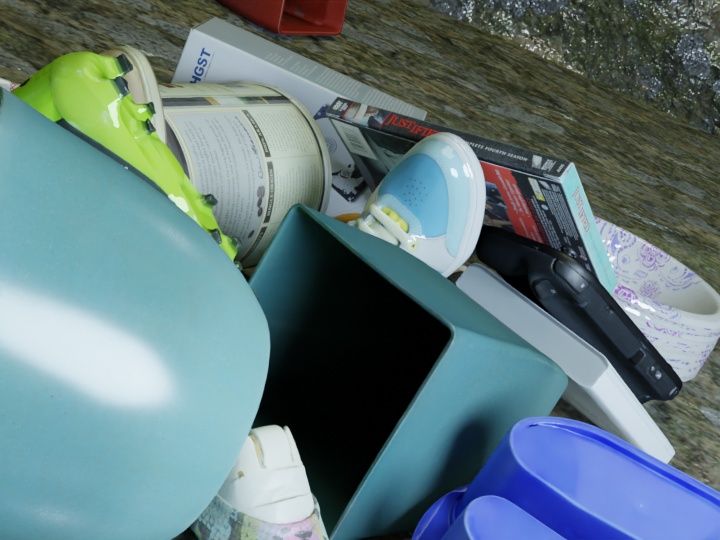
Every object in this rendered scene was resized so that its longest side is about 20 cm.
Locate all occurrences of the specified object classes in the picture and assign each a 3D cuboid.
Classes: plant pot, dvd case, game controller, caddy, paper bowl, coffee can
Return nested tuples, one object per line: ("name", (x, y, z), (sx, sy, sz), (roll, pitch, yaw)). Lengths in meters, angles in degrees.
("plant pot", (0.030, 0.071, 0.795), (0.141, 0.141, 0.200), (39, 14, 36))
("dvd case", (0.080, -0.053, 0.926), (0.200, 0.022, 0.146), (19, -24, 35))
("plant pot", (-0.129, -0.469, 1.924), (0.176, 0.200, 0.200), (18, 16, 23))
("game controller", (0.159, 0.032, 0.933), (0.200, 0.042, 0.104), (44, -4, -42))
("caddy", (0.124, 0.173, 0.686), (0.200, 0.105, 0.141), (29, 42, 11))
("plant pot", (-0.140, 0.041, 0.597), (0.161, 0.201, 0.201), (28, 17, -23))
("paper bowl", (0.212, 0.032, 1.133), (0.200, 0.104, 0.201), (24, 19, -9))
("coffee can", (-0.131, -0.063, 0.925), (0.146, 0.147, 0.200), (32, 21, 21))

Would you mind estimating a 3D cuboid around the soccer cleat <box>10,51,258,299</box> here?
("soccer cleat", (-0.121, -0.024, 0.698), (0.200, 0.081, 0.068), (61, 10, -25))

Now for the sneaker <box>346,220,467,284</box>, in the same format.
("sneaker", (0.046, 0.020, 1.024), (0.200, 0.074, 0.087), (21, 13, -24))

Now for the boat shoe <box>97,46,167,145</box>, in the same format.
("boat shoe", (-0.161, -0.031, 0.742), (0.065, 0.200, 0.072), (4, 11, -38))

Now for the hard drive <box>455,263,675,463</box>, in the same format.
("hard drive", (0.155, 0.075, 0.950), (0.132, 0.027, 0.200), (39, -2, 35))

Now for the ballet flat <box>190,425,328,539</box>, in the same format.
("ballet flat", (-0.072, 0.099, 0.693), (0.069, 0.071, 0.200), (3, 29, -42))

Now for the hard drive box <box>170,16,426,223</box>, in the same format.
("hard drive box", (-0.068, -0.097, 1.072), (0.200, 0.156, 0.077), (24, 21, 1))

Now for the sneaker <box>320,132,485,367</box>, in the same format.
("sneaker", (0.000, 0.000, 0.862), (0.080, 0.200, 0.130), (44, 38, 20))

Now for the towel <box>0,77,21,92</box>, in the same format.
("towel", (-0.232, -0.045, 0.773), (0.200, 0.147, 0.030), (16, 4, -22))
